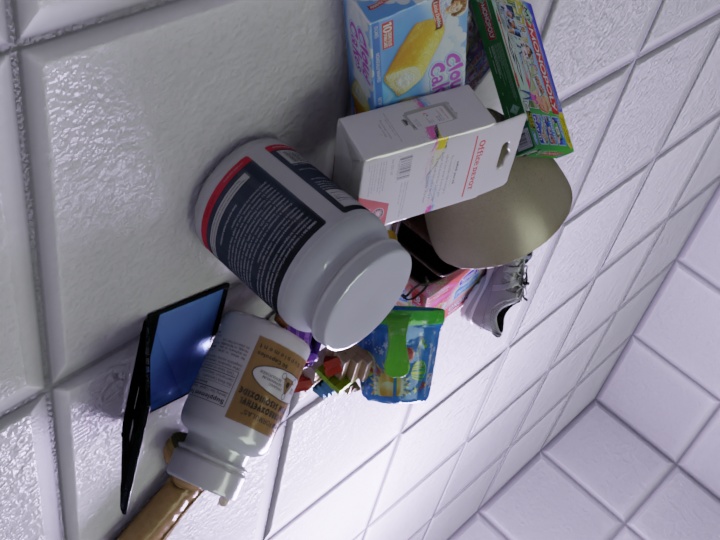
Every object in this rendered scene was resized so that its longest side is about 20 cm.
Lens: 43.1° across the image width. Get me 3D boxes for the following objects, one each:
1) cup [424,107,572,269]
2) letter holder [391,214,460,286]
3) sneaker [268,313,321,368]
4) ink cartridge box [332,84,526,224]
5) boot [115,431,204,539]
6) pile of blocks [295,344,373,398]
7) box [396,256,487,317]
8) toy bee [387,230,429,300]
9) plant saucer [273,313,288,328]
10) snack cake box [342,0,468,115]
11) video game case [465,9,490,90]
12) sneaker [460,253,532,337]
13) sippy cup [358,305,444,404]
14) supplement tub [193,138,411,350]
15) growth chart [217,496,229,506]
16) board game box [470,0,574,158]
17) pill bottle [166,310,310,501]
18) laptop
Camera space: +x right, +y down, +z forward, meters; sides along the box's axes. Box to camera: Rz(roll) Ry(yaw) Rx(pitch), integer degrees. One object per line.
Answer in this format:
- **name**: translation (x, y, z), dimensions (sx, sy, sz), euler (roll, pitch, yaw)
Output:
- **cup**: translation (0.157, -0.122, 1.181), dimensions (0.200, 0.200, 0.144), euler (-44, 127, -15)
- **letter holder**: translation (0.160, -0.058, 1.341), dimensions (0.199, 0.142, 0.101), euler (-36, 152, -31)
- **sneaker**: translation (-0.102, 0.108, 1.192), dimensions (0.200, 0.083, 0.081), euler (-47, 156, -7)
- **ink cartridge box**: translation (0.072, -0.125, 0.989), dimensions (0.198, 0.068, 0.117), euler (-17, 146, -20)
- **boot**: translation (-0.267, 0.317, 1.218), dimensions (0.200, 0.066, 0.175), euler (-49, 158, -2)
- **pile of blocks**: translation (-0.055, 0.154, 1.274), dimensions (0.062, 0.082, 0.200), euler (-35, -179, -33)
- **box**: translation (0.129, -0.001, 1.425), dimensions (0.199, 0.094, 0.103), euler (-34, 150, -33)
- **toy bee**: translation (0.000, 0.000, 1.184), dimensions (0.131, 0.109, 0.200), euler (-37, 165, 4)
- **plant saucer**: translation (-0.041, -0.019, 1.089), dimensions (0.201, 0.032, 0.200), euler (-50, -174, 7)
- **snack cake box**: translation (0.049, -0.222, 0.967), dimensions (0.114, 0.067, 0.201), euler (-24, 147, -12)
- **video game case**: translation (0.096, -0.243, 1.119), dimensions (0.144, 0.018, 0.200), euler (-52, 156, 2)
- **sneaker**: translation (0.237, 0.012, 1.414), dimensions (0.074, 0.082, 0.201), euler (-13, 135, -54)
- **sippy cup**: translation (0.050, 0.117, 1.283), dimensions (0.177, 0.139, 0.132), euler (2, 90, -53)
- **supplement tub**: translation (-0.060, -0.028, 0.927), dimensions (0.140, 0.200, 0.141), euler (-38, 153, -24)
- **growth chart**: translation (-0.152, 0.231, 1.211), dimensions (0.200, 0.018, 0.146), euler (-147, -100, -87)
- **board game box**: translation (0.200, -0.238, 1.120), dimensions (0.029, 0.202, 0.134), euler (-19, 175, 34)
- **pill bottle**: translation (-0.147, 0.160, 1.076), dimensions (0.201, 0.113, 0.114), euler (-67, 159, -14)
- **laptop**: translation (-0.207, 0.140, 1.025), dimensions (0.102, 0.201, 0.178), euler (6, 128, -18)
